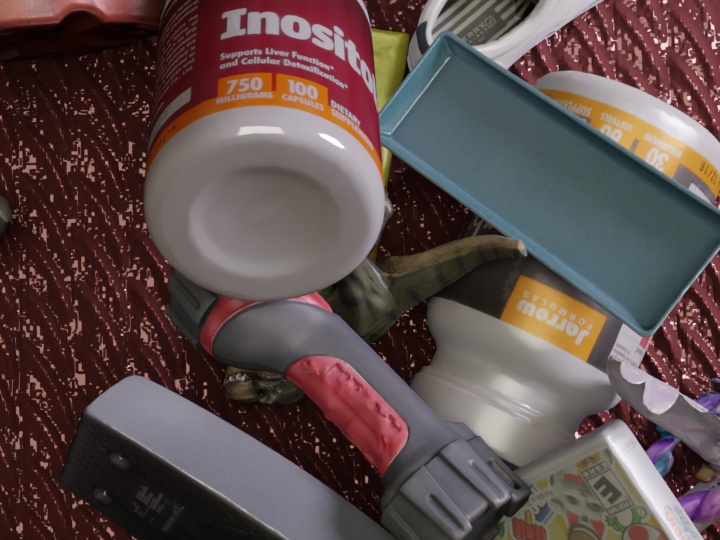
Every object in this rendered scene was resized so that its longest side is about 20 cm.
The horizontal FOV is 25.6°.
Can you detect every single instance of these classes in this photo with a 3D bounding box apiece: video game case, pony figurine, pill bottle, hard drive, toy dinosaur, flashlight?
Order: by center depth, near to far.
[{"bbox_3d":[-0.013,0.064,0.784,0.200,0.068,0.068,46,113,23],"label":"flashlight"},{"bbox_3d":[-0.048,-0.090,0.794,0.113,0.113,0.200,-3,44,-1],"label":"pill bottle"},{"bbox_3d":[0.111,0.186,0.797,0.023,0.200,0.182,-32,87,-43],"label":"video game case"},{"bbox_3d":[0.207,0.098,0.804,0.200,0.193,0.167,-33,76,-9],"label":"pony figurine"},{"bbox_3d":[-0.057,0.134,0.816,0.200,0.135,0.042,34,62,0],"label":"hard drive"},{"bbox_3d":[0.000,0.000,0.837,0.200,0.047,0.088,-33,69,33],"label":"toy dinosaur"},{"bbox_3d":[0.105,0.005,0.844,0.116,0.116,0.200,25,84,2],"label":"pill bottle"}]

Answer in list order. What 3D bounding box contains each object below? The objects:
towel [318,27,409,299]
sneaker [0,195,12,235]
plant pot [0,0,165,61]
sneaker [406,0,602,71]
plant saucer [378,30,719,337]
[{"bbox_3d":[-0.028,-0.042,0.897,0.086,0.018,0.200,9,84,-4],"label":"towel"},{"bbox_3d":[-0.283,0.003,0.863,0.200,0.078,0.077,-17,98,1],"label":"sneaker"},{"bbox_3d":[-0.185,-0.214,0.832,0.200,0.201,0.196,-7,93,-2],"label":"plant pot"},{"bbox_3d":[0.109,-0.172,0.883,0.073,0.071,0.200,43,85,3],"label":"sneaker"},{"bbox_3d":[0.092,-0.045,0.790,0.200,0.019,0.070,39,92,33],"label":"plant saucer"}]
